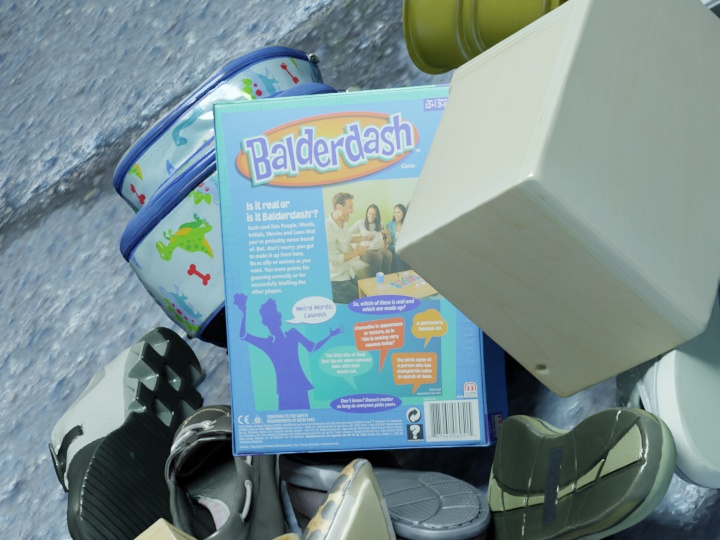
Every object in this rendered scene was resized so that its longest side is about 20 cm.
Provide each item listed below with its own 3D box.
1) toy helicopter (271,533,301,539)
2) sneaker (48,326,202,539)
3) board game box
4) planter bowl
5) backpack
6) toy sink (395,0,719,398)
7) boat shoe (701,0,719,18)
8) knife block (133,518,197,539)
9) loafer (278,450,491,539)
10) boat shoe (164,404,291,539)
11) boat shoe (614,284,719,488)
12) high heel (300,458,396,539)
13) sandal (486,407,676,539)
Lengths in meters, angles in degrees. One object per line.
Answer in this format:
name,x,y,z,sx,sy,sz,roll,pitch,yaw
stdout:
toy helicopter,-0.113,0.205,1.597,0.200,0.079,0.132,-31,12,20
sneaker,-0.160,0.123,1.811,0.088,0.074,0.200,-29,23,26
board game box,0.000,0.000,1.591,0.152,0.200,0.045,-3,1,19
planter bowl,0.113,-0.204,1.826,0.083,0.200,0.200,24,67,21
backpack,-0.061,-0.043,1.735,0.183,0.147,0.200,-41,-7,7
toy sink,0.116,-0.057,1.500,0.112,0.130,0.200,-29,30,41
boat shoe,0.252,-0.153,1.649,0.200,0.069,0.057,-21,74,43
knife block,-0.174,0.229,1.514,0.175,0.064,0.200,3,70,26
loafer,0.016,0.141,1.570,0.072,0.063,0.200,-8,13,-24
boat shoe,-0.085,0.126,1.721,0.067,0.057,0.200,-40,29,8
boat shoe,0.170,0.049,1.499,0.072,0.070,0.201,-46,24,34
high heel,-0.049,0.188,1.516,0.143,0.071,0.200,12,93,52
sandal,0.115,0.115,1.474,0.201,0.057,0.080,167,116,-66
